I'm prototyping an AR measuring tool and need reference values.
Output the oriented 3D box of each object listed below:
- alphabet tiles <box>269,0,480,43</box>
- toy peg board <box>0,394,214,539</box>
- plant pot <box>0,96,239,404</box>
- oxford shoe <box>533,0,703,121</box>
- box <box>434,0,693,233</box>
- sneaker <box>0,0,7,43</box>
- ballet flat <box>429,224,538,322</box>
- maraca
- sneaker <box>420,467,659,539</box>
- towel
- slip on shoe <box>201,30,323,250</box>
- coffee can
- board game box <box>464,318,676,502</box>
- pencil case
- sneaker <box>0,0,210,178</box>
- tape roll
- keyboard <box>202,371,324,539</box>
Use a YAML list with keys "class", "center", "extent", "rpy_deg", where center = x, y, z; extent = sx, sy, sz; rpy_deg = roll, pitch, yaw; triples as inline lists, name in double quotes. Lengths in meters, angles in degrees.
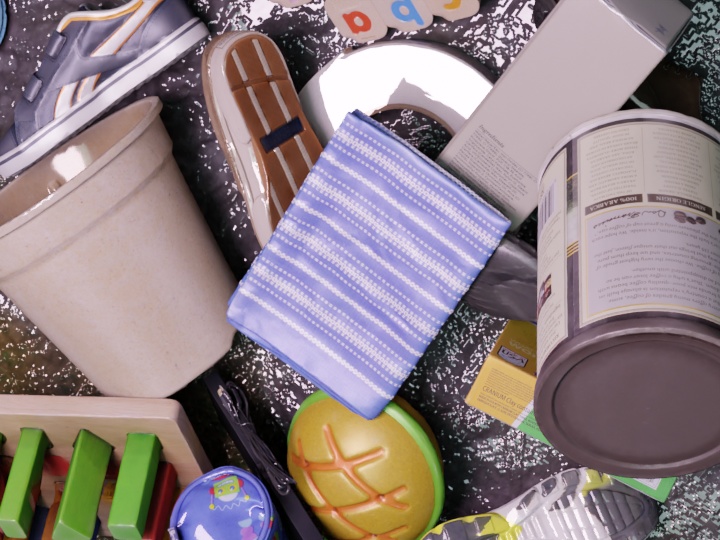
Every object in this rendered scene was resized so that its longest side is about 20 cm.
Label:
- class: "alphabet tiles"
  center: [-0.001, -0.249, 1.325]
  extent: [0.199, 0.015, 0.196]
  rpy_deg: [-10, 134, 30]
- class: "toy peg board"
  center: [-0.220, 0.191, 1.442]
  extent: [0.199, 0.098, 0.200]
  rpy_deg: [1, 145, 14]
- class: "plant pot"
  center: [-0.186, -0.001, 1.411]
  extent: [0.200, 0.201, 0.184]
  rpy_deg: [-29, 107, 18]
- class: "oxford shoe"
  center: [0.202, -0.131, 1.348]
  extent: [0.084, 0.073, 0.200]
  rpy_deg: [-38, 88, -7]
- class: "box"
  center: [0.138, -0.124, 1.281]
  extent: [0.082, 0.068, 0.200]
  rpy_deg: [41, 131, 1]
- class: "sneaker"
  center: [-0.336, -0.258, 1.421]
  extent: [0.079, 0.096, 0.201]
  rpy_deg: [-20, 98, 16]
- class: "ballet flat"
  center: [0.070, -0.019, 1.342]
  extent: [0.199, 0.057, 0.067]
  rpy_deg: [24, 117, 20]
- class: "maraca"
  center: [0.001, 0.172, 1.442]
  extent: [0.137, 0.107, 0.201]
  rpy_deg: [24, 131, 21]
- class: "sneaker"
  center: [0.134, 0.206, 1.436]
  extent: [0.199, 0.085, 0.075]
  rpy_deg: [-13, 76, -5]
- class: "towel"
  center: [0.000, 0.000, 1.329]
  extent: [0.145, 0.024, 0.200]
  rpy_deg: [36, 117, 6]
- class: "slip on shoe"
  center: [-0.071, -0.084, 1.384]
  extent: [0.076, 0.060, 0.201]
  rpy_deg: [-32, 111, -26]
- class: "coffee can"
  center: [0.187, 0.013, 1.206]
  extent: [0.145, 0.201, 0.147]
  rpy_deg: [3, 137, 3]
- class: "board game box"
  center: [0.166, 0.085, 1.328]
  extent: [0.152, 0.200, 0.040]
  rpy_deg: [26, 107, 6]
- class: "pencil case"
  center: [-0.091, 0.224, 1.424]
  extent: [0.078, 0.200, 0.087]
  rpy_deg: [-2, 63, 7]
- class: "sneaker"
  center: [-0.217, -0.156, 1.428]
  extent: [0.200, 0.078, 0.080]
  rpy_deg: [-36, 98, 7]
- class: "tape roll"
  center: [0.034, -0.078, 1.407]
  extent: [0.202, 0.037, 0.204]
  rpy_deg: [3, 104, 13]
- class: "keyboard"
  center: [-0.067, 0.156, 1.411]
  extent: [0.021, 0.127, 0.200]
  rpy_deg: [-30, 60, -11]
